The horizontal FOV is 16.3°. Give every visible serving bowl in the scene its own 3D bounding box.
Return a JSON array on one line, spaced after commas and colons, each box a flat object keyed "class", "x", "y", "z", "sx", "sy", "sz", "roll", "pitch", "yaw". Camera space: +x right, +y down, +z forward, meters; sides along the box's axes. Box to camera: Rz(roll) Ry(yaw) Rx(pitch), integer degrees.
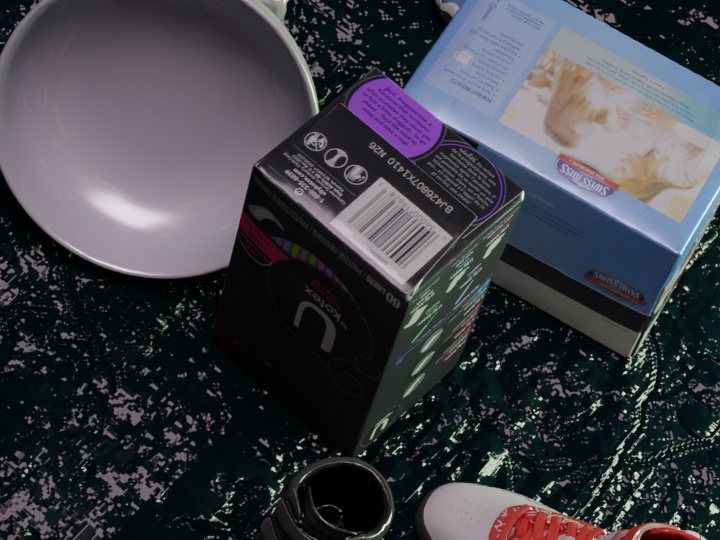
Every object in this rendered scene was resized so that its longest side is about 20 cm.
[{"class": "serving bowl", "x": -0.120, "y": -0.098, "z": 1.528, "sx": 0.200, "sy": 0.200, "sz": 0.066, "roll": 17, "pitch": 25, "yaw": 0}]

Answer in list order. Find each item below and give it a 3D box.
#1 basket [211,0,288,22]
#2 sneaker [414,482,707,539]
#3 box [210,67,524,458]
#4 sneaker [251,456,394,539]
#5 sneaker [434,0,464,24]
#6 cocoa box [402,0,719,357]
[{"class": "basket", "x": -0.101, "y": -0.217, "z": 1.617, "sx": 0.123, "sy": 0.136, "sz": 0.200, "roll": 9, "pitch": 57, "yaw": -3}, {"class": "sneaker", "x": 0.130, "y": 0.163, "z": 1.445, "sx": 0.201, "sy": 0.108, "sz": 0.067, "roll": 32, "pitch": 59, "yaw": 9}, {"class": "box", "x": 0.000, "y": 0.000, "z": 1.464, "sx": 0.122, "sy": 0.200, "sz": 0.106, "roll": 41, "pitch": 61, "yaw": 15}, {"class": "sneaker", "x": -0.052, "y": 0.178, "z": 1.407, "sx": 0.071, "sy": 0.099, "sz": 0.200, "roll": 37, "pitch": 61, "yaw": 10}, {"class": "sneaker", "x": 0.102, "y": -0.240, "z": 1.703, "sx": 0.076, "sy": 0.077, "sz": 0.200, "roll": 19, "pitch": 59, "yaw": -1}, {"class": "cocoa box", "x": 0.125, "y": -0.069, "z": 1.571, "sx": 0.200, "sy": 0.131, "sz": 0.133, "roll": 30, "pitch": 58, "yaw": 8}]
